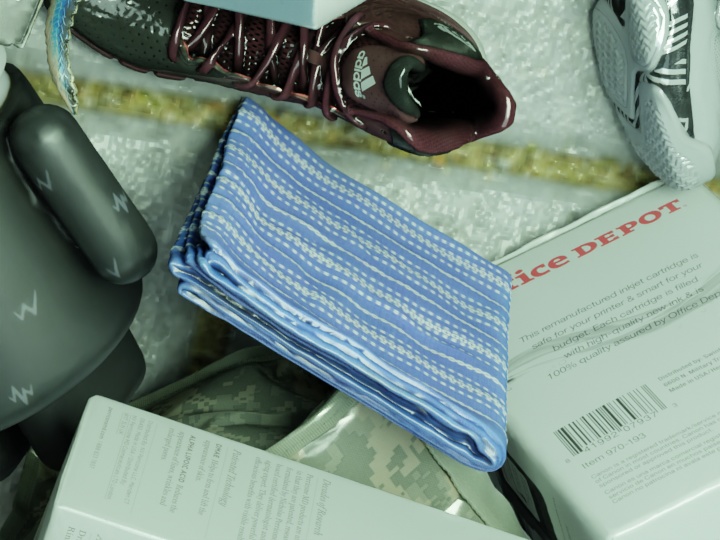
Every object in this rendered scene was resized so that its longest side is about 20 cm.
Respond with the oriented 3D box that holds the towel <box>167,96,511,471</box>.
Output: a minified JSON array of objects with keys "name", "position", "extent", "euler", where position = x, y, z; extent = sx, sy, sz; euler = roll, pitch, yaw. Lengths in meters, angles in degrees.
[{"name":"towel","position":[0.000,0.000,1.033],"extent":[0.145,0.200,0.024],"euler":[32,109,-8]}]

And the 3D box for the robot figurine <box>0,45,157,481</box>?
[{"name":"robot figurine","position":[-0.164,-0.011,1.023],"extent":[0.150,0.125,0.200],"euler":[-30,116,-1]}]

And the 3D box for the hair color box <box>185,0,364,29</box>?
[{"name":"hair color box","position":[0.007,-0.171,1.002],"extent":[0.061,0.200,0.099],"euler":[15,118,24]}]

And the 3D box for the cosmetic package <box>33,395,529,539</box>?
[{"name":"cosmetic package","position":[-0.029,0.138,0.985],"extent":[0.200,0.081,0.113],"euler":[20,119,-7]}]

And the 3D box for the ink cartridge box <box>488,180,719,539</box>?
[{"name":"ink cartridge box","position":[0.129,0.059,1.102],"extent":[0.145,0.200,0.083],"euler":[-25,123,-9]}]

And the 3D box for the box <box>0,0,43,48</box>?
[{"name":"box","position":[-0.218,-0.148,0.938],"extent":[0.200,0.193,0.048],"euler":[21,96,-23]}]

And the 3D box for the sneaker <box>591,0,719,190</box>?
[{"name":"sneaker","position":[0.157,-0.138,1.123],"extent":[0.115,0.075,0.200],"euler":[-15,106,-11]}]

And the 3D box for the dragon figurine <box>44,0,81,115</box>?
[{"name":"dragon figurine","position":[-0.063,-0.151,1.013],"extent":[0.099,0.200,0.059],"euler":[-2,137,17]}]

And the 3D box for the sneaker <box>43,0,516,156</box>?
[{"name":"sneaker","position":[-0.024,-0.096,1.056],"extent":[0.200,0.116,0.076],"euler":[13,101,-21]}]

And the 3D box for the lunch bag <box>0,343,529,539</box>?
[{"name":"lunch bag","position":[-0.027,0.120,1.083],"extent":[0.200,0.118,0.164],"euler":[-25,115,24]}]
